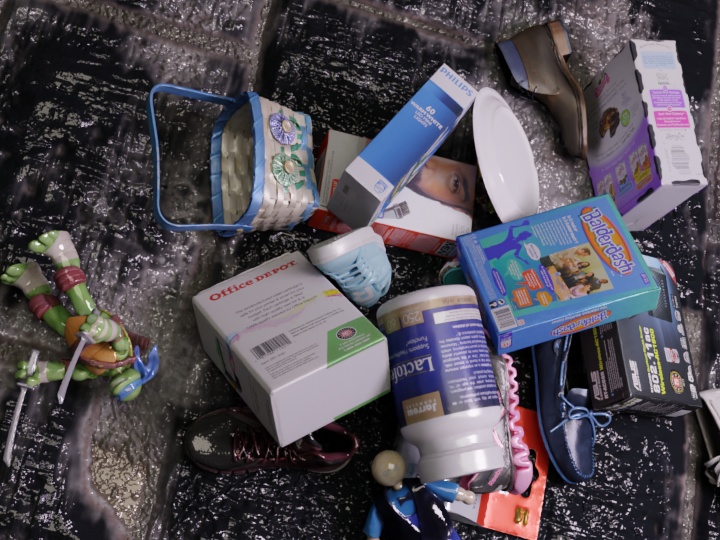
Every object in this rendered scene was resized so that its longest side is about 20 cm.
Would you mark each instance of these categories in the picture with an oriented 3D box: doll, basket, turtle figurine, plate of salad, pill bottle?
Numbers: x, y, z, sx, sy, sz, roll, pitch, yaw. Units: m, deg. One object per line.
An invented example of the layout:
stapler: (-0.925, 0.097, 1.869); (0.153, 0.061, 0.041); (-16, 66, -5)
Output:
doll: (0.072, 0.290, 1.281); (0.136, 0.048, 0.201); (-29, 96, 2)
basket: (-0.153, -0.129, 1.340); (0.198, 0.139, 0.179); (1, 72, -26)
turtle figurine: (-0.329, 0.068, 1.223); (0.199, 0.144, 0.195); (-27, 77, -26)
plate of salad: (0.178, -0.132, 1.442); (0.200, 0.048, 0.202); (36, 47, -51)
pill bottle: (0.091, 0.126, 1.248); (0.114, 0.116, 0.202); (-8, 77, -18)

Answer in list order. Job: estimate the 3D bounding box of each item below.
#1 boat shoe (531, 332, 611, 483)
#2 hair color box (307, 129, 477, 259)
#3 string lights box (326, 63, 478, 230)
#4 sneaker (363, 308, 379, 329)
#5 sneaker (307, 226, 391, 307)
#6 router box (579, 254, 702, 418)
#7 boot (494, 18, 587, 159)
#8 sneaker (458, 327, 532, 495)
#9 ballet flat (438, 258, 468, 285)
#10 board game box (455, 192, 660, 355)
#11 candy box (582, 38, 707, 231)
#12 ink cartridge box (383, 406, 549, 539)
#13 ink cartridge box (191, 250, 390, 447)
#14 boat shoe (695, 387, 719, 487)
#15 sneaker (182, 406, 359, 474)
boat shoe: (0.255, 0.155, 1.387); (0.084, 0.068, 0.202); (4, 70, -48)
hair color box: (0.041, -0.094, 1.426); (0.198, 0.064, 0.112); (12, 68, -13)
string lights box: (0.049, -0.145, 1.356); (0.059, 0.103, 0.200); (40, 65, 4)
sneaker: (0.010, 0.093, 1.363); (0.198, 0.072, 0.083); (-20, 35, -9)
sneaker: (0.000, 0.000, 1.320); (0.073, 0.200, 0.083); (-23, 82, 17)
router box: (0.341, 0.077, 1.414); (0.149, 0.062, 0.202); (11, 63, -39)
boot: (0.247, -0.237, 1.541); (0.096, 0.075, 0.202); (-11, 74, -1)
sneaker: (0.134, 0.165, 1.318); (0.094, 0.079, 0.202); (-8, 79, -19)
ballet flat: (0.188, 0.017, 1.438); (0.198, 0.076, 0.064); (16, 37, -15)
board game box: (0.229, 0.002, 1.338); (0.198, 0.045, 0.153); (-16, 54, -4)
candy box: (0.362, -0.173, 1.487); (0.071, 0.168, 0.202); (-3, 73, -17)
ink cartridge box: (0.138, 0.218, 1.357); (0.198, 0.047, 0.162); (17, 68, -8)
ink cartridge box: (-0.079, 0.081, 1.267); (0.144, 0.085, 0.200); (-24, 41, -22)
boat shoe: (0.467, 0.245, 1.431); (0.065, 0.072, 0.202); (-4, 72, -12)
sneaker: (-0.093, 0.185, 1.262); (0.197, 0.115, 0.077); (2, 76, -15)
